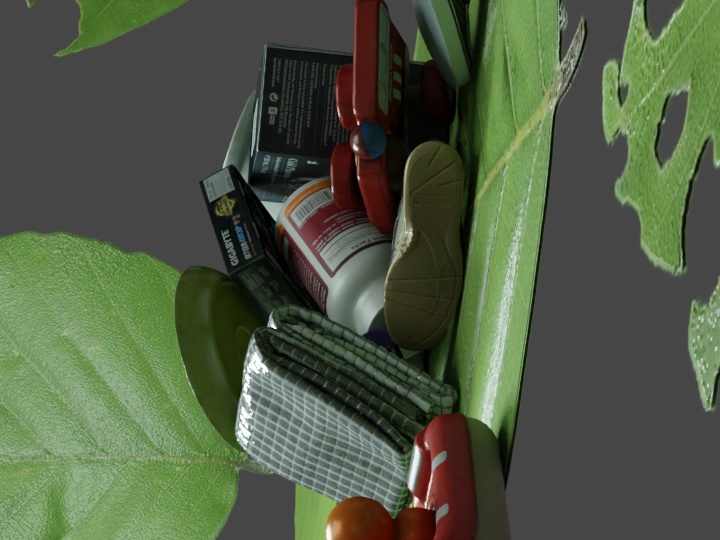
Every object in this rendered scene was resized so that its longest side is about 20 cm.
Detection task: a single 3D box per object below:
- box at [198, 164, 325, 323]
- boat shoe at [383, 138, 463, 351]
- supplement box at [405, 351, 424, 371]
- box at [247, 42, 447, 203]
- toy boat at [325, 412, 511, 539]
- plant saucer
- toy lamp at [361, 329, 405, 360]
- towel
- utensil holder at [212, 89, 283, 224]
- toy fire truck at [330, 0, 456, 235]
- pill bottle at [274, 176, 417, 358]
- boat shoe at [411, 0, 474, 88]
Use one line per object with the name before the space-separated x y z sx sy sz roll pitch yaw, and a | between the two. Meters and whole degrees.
box | -0.093 0.003 1.797 0.200 0.046 0.159 54 -171 -43
boat shoe | 0.063 -0.026 1.555 0.065 0.072 0.201 -62 -23 -72
supplement box | 0.025 0.098 1.778 0.126 0.073 0.200 102 171 -54
box | -0.017 -0.146 1.799 0.200 0.196 0.124 118 156 -76
toy boat | 0.038 0.200 1.248 0.200 0.130 0.131 -92 8 -52
plant saucer | -0.126 0.085 1.697 0.200 0.031 0.200 55 -156 -39
toy lamp | 0.026 0.142 1.633 0.058 0.058 0.200 -91 -6 -50
towel | -0.020 0.142 1.556 0.086 0.200 0.166 -49 -19 -38
utensil holder | -0.055 -0.103 1.975 0.170 0.200 0.170 19 -90 -89
toy fire truck | 0.020 -0.142 1.600 0.168 0.112 0.201 40 -129 -70
pill bottle | 0.000 0.000 1.688 0.200 0.113 0.113 53 143 45
boat shoe | 0.082 -0.271 1.554 0.074 0.068 0.200 -146 36 -71
